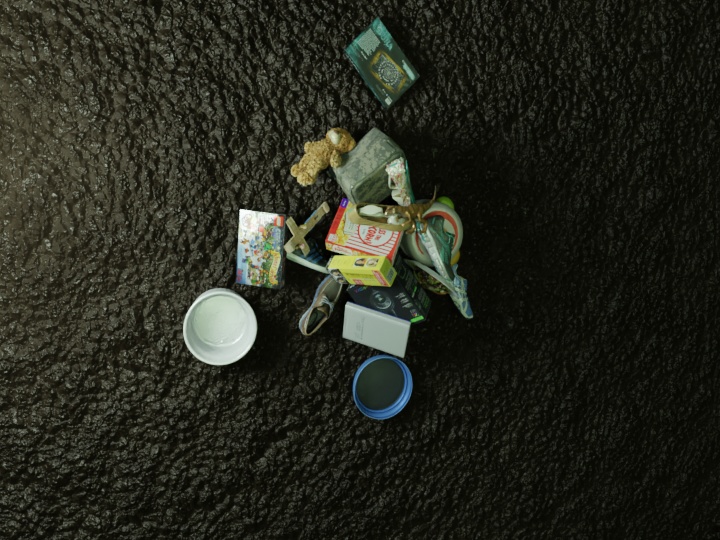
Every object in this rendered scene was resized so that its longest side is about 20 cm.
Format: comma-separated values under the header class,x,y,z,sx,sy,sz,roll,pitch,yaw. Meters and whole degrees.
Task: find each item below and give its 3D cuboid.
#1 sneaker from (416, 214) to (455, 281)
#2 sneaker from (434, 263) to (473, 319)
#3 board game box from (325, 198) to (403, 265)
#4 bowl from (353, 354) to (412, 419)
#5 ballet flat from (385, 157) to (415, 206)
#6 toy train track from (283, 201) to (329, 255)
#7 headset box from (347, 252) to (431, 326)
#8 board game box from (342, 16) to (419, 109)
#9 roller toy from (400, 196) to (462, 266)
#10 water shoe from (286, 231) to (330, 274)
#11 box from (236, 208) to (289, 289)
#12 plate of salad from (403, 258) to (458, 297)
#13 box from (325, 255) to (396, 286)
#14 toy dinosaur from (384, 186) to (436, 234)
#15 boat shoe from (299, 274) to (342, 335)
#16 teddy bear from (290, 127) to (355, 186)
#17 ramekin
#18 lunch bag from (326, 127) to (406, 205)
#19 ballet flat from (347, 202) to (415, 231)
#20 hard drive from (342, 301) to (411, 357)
class,x,y,z,sx,sy,sz,roll,pitch,yaw
sneaker,0.231,-0.064,1.533,0.089,0.078,0.204,-29,111,-1
sneaker,0.309,0.067,1.725,0.076,0.076,0.203,-33,109,-2
board game box,0.018,-0.106,1.538,0.194,0.047,0.155,15,62,11
bowl,0.068,0.364,1.735,0.194,0.039,0.208,-3,102,-15
ballet flat,0.110,-0.226,1.491,0.062,0.077,0.202,-9,143,10
toy train track,-0.140,-0.121,1.526,0.201,0.032,0.116,-53,127,-34
headset box,0.089,0.080,1.610,0.171,0.094,0.202,-23,113,34
board game box,0.061,-0.579,1.546,0.135,0.028,0.201,-43,109,-5
roller toy,0.205,-0.109,1.626,0.176,0.140,0.207,-5,103,-14
water shoe,-0.141,-0.051,1.573,0.195,0.071,0.081,20,93,-19
box,-0.271,-0.060,1.521,0.132,0.038,0.207,7,100,11
plate of salad,0.202,0.031,1.620,0.198,0.200,0.049,37,88,-19
box,0.000,0.000,1.510,0.076,0.195,0.051,53,53,-38
toy dinosaur,0.154,-0.155,1.464,0.196,0.060,0.110,-18,109,-36
boat shoe,-0.107,0.106,1.613,0.071,0.072,0.204,29,92,-20
teddy bear,-0.107,-0.315,1.497,0.196,0.147,0.067,-30,130,10
ramekin,-0.387,0.148,1.527,0.194,0.098,0.208,-3,103,-15
lunch bag,0.020,-0.289,1.527,0.198,0.169,0.140,-37,148,-4
ballet flat,0.064,-0.145,1.474,0.193,0.063,0.071,1,73,-16
hard drive,0.045,0.174,1.619,0.194,0.026,0.135,17,130,12
